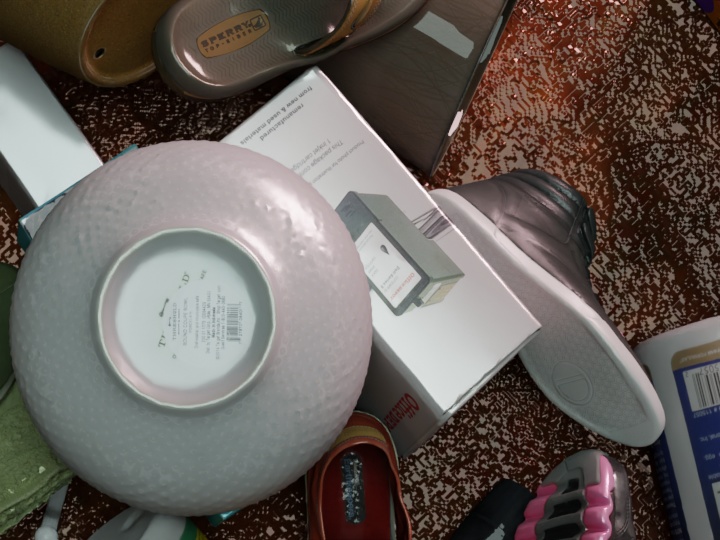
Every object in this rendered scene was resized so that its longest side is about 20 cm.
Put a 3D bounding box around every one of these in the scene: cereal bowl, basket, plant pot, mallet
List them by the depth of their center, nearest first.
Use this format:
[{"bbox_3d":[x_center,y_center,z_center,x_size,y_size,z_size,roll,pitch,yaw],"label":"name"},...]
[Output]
[{"bbox_3d":[-0.090,0.027,1.059,0.198,0.083,0.202,0,83,-1],"label":"cereal bowl"},{"bbox_3d":[-0.180,-0.202,1.160,0.186,0.187,0.200,-37,66,-13],"label":"plant pot"},{"bbox_3d":[0.129,0.220,1.209,0.066,0.041,0.200,-38,88,-15],"label":"mallet"},{"bbox_3d":[-0.010,-0.176,1.234,0.199,0.136,0.181,24,67,3],"label":"basket"}]

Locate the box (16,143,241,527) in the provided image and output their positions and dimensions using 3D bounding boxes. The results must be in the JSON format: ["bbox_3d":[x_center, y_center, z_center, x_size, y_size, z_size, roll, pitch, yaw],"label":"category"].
[{"bbox_3d":[-0.103,0.036,1.129,0.082,0.049,0.201,-34,86,-15],"label":"box"}]

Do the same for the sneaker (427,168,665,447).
[{"bbox_3d":[0.129,0.012,1.214,0.200,0.071,0.099,47,46,15],"label":"sneaker"}]

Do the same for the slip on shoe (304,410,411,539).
[{"bbox_3d":[0.003,0.183,1.176,0.073,0.061,0.202,-5,92,-6],"label":"slip on shoe"}]

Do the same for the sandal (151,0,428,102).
[{"bbox_3d":[-0.026,-0.161,1.124,0.199,0.055,0.082,-28,85,-21],"label":"sandal"}]

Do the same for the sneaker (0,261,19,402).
[{"bbox_3d":[-0.239,0.054,1.083,0.067,0.090,0.201,29,56,12],"label":"sneaker"}]

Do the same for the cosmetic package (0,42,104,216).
[{"bbox_3d":[-0.167,-0.034,1.204,0.050,0.083,0.201,-34,84,-13],"label":"cosmetic package"}]

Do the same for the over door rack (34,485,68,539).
[{"bbox_3d":[-0.251,0.166,1.155,0.146,0.067,0.202,14,76,-3],"label":"over door rack"}]

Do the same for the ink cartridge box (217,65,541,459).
[{"bbox_3d":[0.000,0.000,1.184,0.084,0.146,0.200,-39,85,-15],"label":"ink cartridge box"}]

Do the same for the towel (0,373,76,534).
[{"bbox_3d":[-0.239,0.094,1.133,0.148,0.037,0.200,41,59,17],"label":"towel"}]

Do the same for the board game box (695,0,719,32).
[{"bbox_3d":[0.347,-0.201,1.246,0.199,0.200,0.201,-36,84,-13],"label":"board game box"}]

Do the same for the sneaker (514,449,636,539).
[{"bbox_3d":[0.143,0.206,1.171,0.095,0.079,0.202,7,82,-34],"label":"sneaker"}]

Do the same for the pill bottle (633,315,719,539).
[{"bbox_3d":[0.235,0.130,1.201,0.110,0.111,0.202,-10,79,-9],"label":"pill bottle"}]

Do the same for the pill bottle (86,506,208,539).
[{"bbox_3d":[-0.083,0.233,1.123,0.113,0.113,0.200,-45,103,-14],"label":"pill bottle"}]
